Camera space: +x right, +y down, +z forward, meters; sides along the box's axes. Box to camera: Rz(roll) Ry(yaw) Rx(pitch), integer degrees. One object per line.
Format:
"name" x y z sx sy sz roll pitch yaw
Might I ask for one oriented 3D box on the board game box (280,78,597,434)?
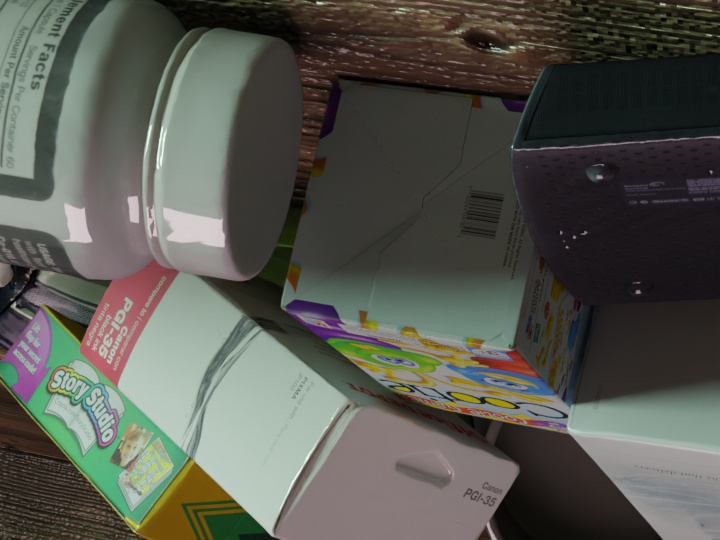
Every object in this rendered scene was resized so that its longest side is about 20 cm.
"board game box" 0.052 0.001 0.880 0.103 0.105 0.200 9 167 19

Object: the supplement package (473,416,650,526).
"supplement package" 0.118 0.100 1.259 0.117 0.117 0.200 14 168 -8

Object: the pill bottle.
"pill bottle" -0.131 -0.057 0.768 0.200 0.113 0.113 10 168 13

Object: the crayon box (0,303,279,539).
"crayon box" -0.101 0.116 1.139 0.172 0.058 0.200 35 -179 -40

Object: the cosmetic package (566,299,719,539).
"cosmetic package" 0.228 0.068 0.916 0.199 0.123 0.200 6 160 27

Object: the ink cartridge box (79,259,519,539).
"ink cartridge box" -0.035 0.073 1.041 0.146 0.083 0.200 25 -171 -45

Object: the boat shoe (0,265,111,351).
"boat shoe" -0.141 0.034 1.244 0.200 0.075 0.093 26 131 -23

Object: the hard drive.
"hard drive" 0.131 -0.032 0.737 0.135 0.042 0.200 -3 163 13

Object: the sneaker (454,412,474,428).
"sneaker" -0.005 0.097 1.160 0.140 0.078 0.200 2 -158 0

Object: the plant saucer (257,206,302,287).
"plant saucer" 0.000 0.000 1.116 0.200 0.031 0.200 13 169 2

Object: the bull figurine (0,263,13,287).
"bull figurine" -0.302 -0.034 1.143 0.200 0.065 0.121 26 136 -31

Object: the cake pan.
"cake pan" 0.163 0.106 1.118 0.200 0.201 0.037 15 -158 -12
